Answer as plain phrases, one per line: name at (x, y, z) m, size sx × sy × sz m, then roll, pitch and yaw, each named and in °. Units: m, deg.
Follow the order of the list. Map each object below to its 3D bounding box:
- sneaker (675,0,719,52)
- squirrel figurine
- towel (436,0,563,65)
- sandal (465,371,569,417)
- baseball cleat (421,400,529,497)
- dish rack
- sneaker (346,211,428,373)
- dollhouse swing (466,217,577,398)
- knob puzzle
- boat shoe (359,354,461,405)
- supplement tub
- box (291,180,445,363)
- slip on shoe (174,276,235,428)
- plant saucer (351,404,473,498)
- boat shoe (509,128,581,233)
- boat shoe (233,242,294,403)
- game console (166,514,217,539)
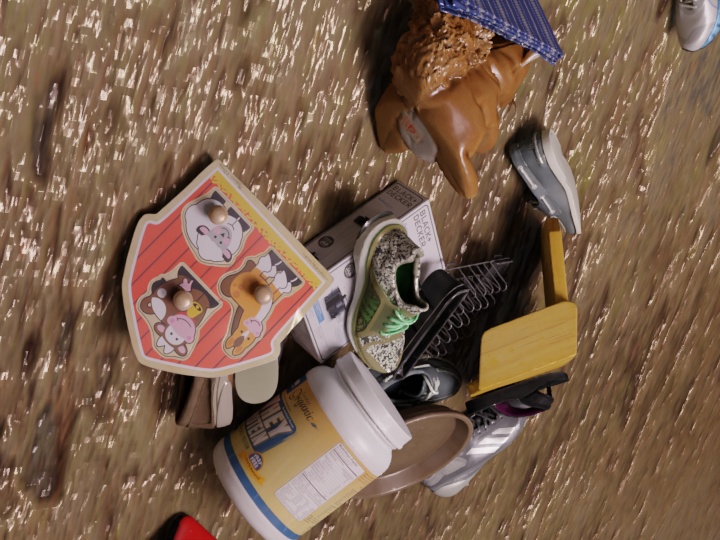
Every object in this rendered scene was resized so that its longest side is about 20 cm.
sneaker at (0.432, -0.388, 1.406) m, size 0.086 × 0.075 × 0.203 m, roll -7°, pitch 111°, yaw -29°
squirrel figurine at (0.116, -0.219, 1.181) m, size 0.186 × 0.141 × 0.202 m, roll -40°, pitch 137°, yaw -24°
towel at (0.132, -0.304, 1.153) m, size 0.198 × 0.147 × 0.024 m, roll 13°, pitch 140°, yaw -44°
sandal at (0.217, 0.179, 1.471) m, size 0.199 × 0.075 × 0.049 m, roll -9°, pitch 75°, yaw -44°
baseball cleat at (0.161, 0.232, 1.524) m, size 0.201 × 0.069 × 0.106 m, roll -51°, pitch 136°, yaw -6°
dish rack at (0.117, 0.052, 1.345) m, size 0.199 × 0.055 × 0.154 m, roll -10°, pitch 142°, yaw -51°
sneaker at (0.037, 0.040, 1.204) m, size 0.076 × 0.088 × 0.203 m, roll -22°, pitch 127°, yaw -29°
dollhouse swing at (0.200, 0.052, 1.413) m, size 0.179 × 0.178 × 0.200 m, roll -20°, pitch 171°, yaw 4°
knob puzzle at (-0.152, 0.020, 1.084) m, size 0.216 × 0.030 × 0.224 m, roll -1°, pitch 93°, yaw -14°
boat shoe at (0.067, 0.152, 1.390) m, size 0.198 × 0.062 × 0.074 m, roll 8°, pitch 109°, yaw -43°
supplement tub at (-0.054, 0.203, 1.241) m, size 0.199 × 0.145 × 0.145 m, roll -37°, pitch 135°, yaw 2°
box at (0.000, 0.000, 1.257) m, size 0.199 × 0.060 × 0.118 m, roll -35°, pitch 132°, yaw -21°
slip on shoe at (-0.170, 0.083, 1.158) m, size 0.060 × 0.076 × 0.203 m, roll -5°, pitch 123°, yaw -19°
plant saucer at (0.053, 0.235, 1.409) m, size 0.197 × 0.030 × 0.201 m, roll -18°, pitch 146°, yaw -12°
boat shoe at (0.248, -0.112, 1.421) m, size 0.061 × 0.074 × 0.200 m, roll -13°, pitch 145°, yaw 18°
boat shoe at (-0.108, 0.049, 1.179) m, size 0.070 × 0.063 × 0.203 m, roll 4°, pitch 120°, yaw -9°
game console at (-0.238, 0.413, 1.322) m, size 0.201 × 0.117 × 0.174 m, roll 57°, pitch 43°, yaw -44°
